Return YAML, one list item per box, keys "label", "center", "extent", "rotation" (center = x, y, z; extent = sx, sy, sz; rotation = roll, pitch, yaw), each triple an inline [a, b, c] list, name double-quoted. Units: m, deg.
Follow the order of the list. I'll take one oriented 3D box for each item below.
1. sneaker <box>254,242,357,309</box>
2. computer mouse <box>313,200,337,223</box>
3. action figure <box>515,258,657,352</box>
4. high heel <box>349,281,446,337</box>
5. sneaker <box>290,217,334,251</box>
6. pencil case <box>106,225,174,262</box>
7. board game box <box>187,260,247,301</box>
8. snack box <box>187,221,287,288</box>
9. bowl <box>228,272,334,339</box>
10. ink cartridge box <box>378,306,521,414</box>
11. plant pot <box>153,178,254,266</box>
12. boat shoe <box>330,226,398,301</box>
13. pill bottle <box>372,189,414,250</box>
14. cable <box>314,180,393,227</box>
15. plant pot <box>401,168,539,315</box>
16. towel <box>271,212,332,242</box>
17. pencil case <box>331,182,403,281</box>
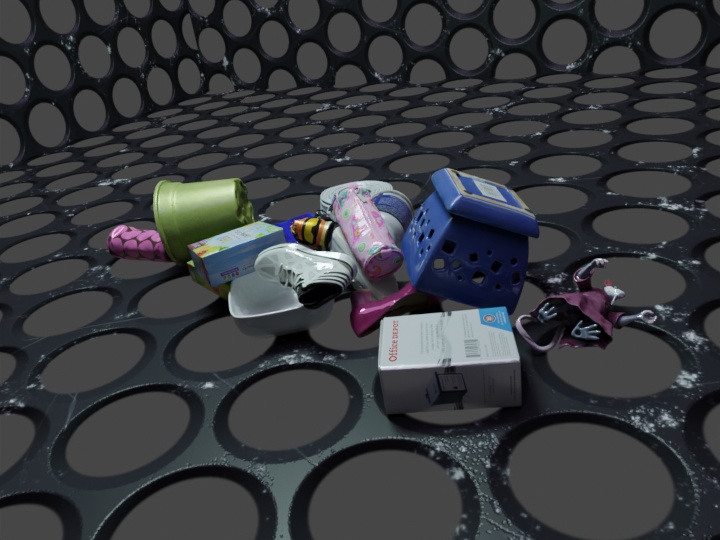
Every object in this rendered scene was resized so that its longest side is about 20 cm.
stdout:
- label: "sneaker"
  center: [-0.113, 0.009, 1.101]
  extent: [0.197, 0.077, 0.116]
  rotation: [3, 27, 17]
- label: "computer mouse"
  center: [-0.045, -0.121, 1.396]
  extent: [0.108, 0.045, 0.200]
  rotation: [14, -6, -8]
- label: "action figure"
  center: [0.370, 0.071, 1.006]
  extent: [0.199, 0.135, 0.149]
  rotation: [-22, -16, -50]
- label: "high heel"
  center: [0.078, 0.074, 1.116]
  extent: [0.196, 0.068, 0.097]
  rotation: [-9, 47, 0]
- label: "sneaker"
  center: [-0.107, -0.083, 1.353]
  extent: [0.088, 0.071, 0.200]
  rotation: [17, -4, -3]
- label: "pencil case"
  center: [-0.527, -0.070, 1.540]
  extent: [0.196, 0.091, 0.095]
  rotation: [5, 67, 22]
- label: "board game box"
  center: [-0.281, 0.008, 1.350]
  extent: [0.101, 0.048, 0.198]
  rotation: [-27, 32, -33]
- label: "snack box"
  center: [-0.248, -0.038, 1.256]
  extent: [0.166, 0.069, 0.199]
  rotation: [-21, 17, -18]
- label: "bowl"
  center: [-0.145, 0.057, 1.182]
  extent: [0.196, 0.076, 0.201]
  rotation: [-12, 26, -5]
- label: "ink cartridge box"
  center: [0.131, 0.132, 0.933]
  extent: [0.196, 0.087, 0.147]
  rotation: [-7, 26, 8]
- label: "plant pot"
  center: [-0.351, -0.129, 1.452]
  extent: [0.181, 0.203, 0.201]
  rotation: [-12, 26, 6]
- label: "boat shoe"
  center: [0.000, 0.000, 1.230]
  extent: [0.071, 0.069, 0.200]
  rotation: [-18, 55, -41]
- label: "pill bottle"
  center: [0.049, -0.089, 1.361]
  extent: [0.113, 0.118, 0.201]
  rotation: [-1, 27, 15]
- label: "cable"
  center: [-0.007, -0.174, 1.597]
  extent: [0.197, 0.070, 0.199]
  rotation: [11, 33, 35]
- label: "plant pot"
  center: [0.197, -0.063, 1.117]
  extent: [0.196, 0.182, 0.201]
  rotation: [14, 25, -11]
- label: "towel"
  center: [-0.181, -0.082, 1.495]
  extent: [0.197, 0.050, 0.147]
  rotation: [-21, 28, -22]
- label: "pencil case"
  center: [0.011, -0.076, 1.198]
  extent: [0.086, 0.088, 0.202]
  rotation: [-15, 51, -12]
